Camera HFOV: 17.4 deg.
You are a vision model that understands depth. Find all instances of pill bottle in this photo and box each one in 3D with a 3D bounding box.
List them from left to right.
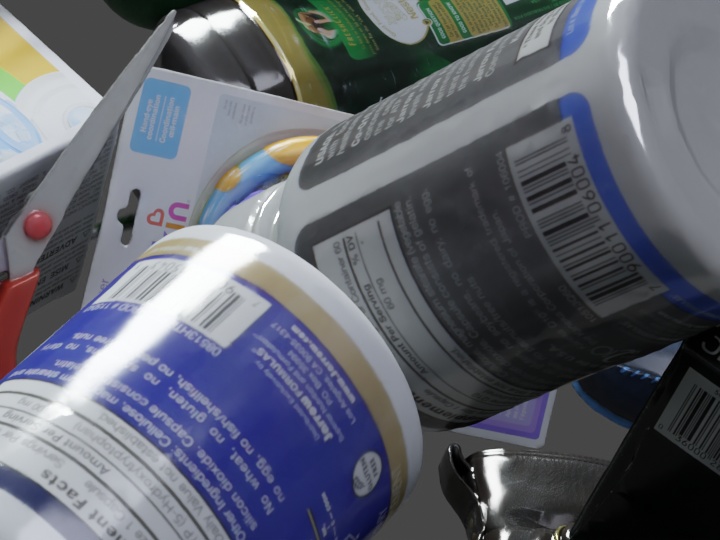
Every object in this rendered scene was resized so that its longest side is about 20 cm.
[{"bbox_3d":[-0.083,0.088,0.715,0.120,0.120,0.200,37,55,14],"label":"pill bottle"},{"bbox_3d":[0.044,-0.012,0.783,0.114,0.200,0.114,25,53,-39],"label":"pill bottle"}]

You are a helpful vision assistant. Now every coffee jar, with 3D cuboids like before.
[{"bbox_3d":[0.000,-0.074,0.993,0.199,0.105,0.085,-16,55,-31],"label":"coffee jar"}]

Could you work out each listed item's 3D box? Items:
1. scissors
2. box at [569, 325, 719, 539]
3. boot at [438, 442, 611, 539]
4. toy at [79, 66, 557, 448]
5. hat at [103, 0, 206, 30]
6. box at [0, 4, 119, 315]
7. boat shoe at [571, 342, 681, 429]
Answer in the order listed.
[{"bbox_3d":[-0.128,-0.008,0.842,0.073,0.201,0.014,17,9,-27],"label":"scissors"},{"bbox_3d":[0.198,0.045,0.851,0.148,0.125,0.200,36,49,11],"label":"box"},{"bbox_3d":[0.120,0.144,0.864,0.199,0.069,0.175,20,39,-9],"label":"boot"},{"bbox_3d":[0.000,0.000,0.906,0.199,0.116,0.047,12,5,-21],"label":"toy"},{"bbox_3d":[-0.067,-0.114,0.964,0.199,0.166,0.177,2,49,-8],"label":"hat"},{"bbox_3d":[-0.205,-0.066,0.909,0.200,0.102,0.112,42,48,19],"label":"box"},{"bbox_3d":[0.187,0.030,0.989,0.199,0.069,0.084,2,49,-17],"label":"boat shoe"}]
